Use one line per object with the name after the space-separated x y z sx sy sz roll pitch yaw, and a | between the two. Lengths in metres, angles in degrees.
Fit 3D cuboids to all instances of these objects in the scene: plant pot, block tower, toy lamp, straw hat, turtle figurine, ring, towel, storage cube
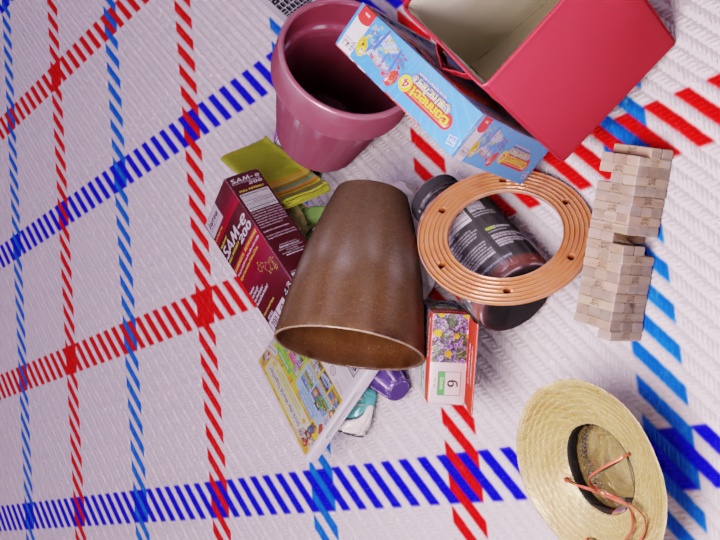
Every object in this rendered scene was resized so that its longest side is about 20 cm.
-0.036 -0.238 1.516 0.180 0.197 0.203 121 137 -57 | plant pot
0.276 -0.030 1.169 0.057 0.053 0.204 17 103 54 | block tower
0.000 0.000 1.358 0.186 0.185 0.203 -17 59 53 | plant pot
0.006 0.109 1.544 0.200 0.057 0.059 50 127 46 | toy lamp
0.261 0.202 1.155 0.200 0.084 0.205 19 116 47 | straw hat
-0.060 -0.074 1.625 0.192 0.200 0.146 23 81 30 | turtle figurine
0.162 -0.037 1.238 0.201 0.198 0.019 53 165 40 | ring
-0.126 -0.142 1.591 0.200 0.085 0.018 40 146 49 | towel
0.184 -0.256 1.154 0.200 0.179 0.172 -47 49 12 | storage cube

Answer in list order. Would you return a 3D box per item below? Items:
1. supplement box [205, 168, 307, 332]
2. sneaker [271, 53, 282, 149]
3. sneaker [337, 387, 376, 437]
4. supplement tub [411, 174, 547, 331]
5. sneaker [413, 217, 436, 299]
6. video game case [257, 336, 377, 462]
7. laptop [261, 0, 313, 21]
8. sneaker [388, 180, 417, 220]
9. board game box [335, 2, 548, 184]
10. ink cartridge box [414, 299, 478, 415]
-0.126 -0.023 1.498 0.201 0.060 0.109 55 142 19 | supplement box
-0.101 -0.263 1.678 0.115 0.072 0.202 51 133 35 | sneaker
-0.044 0.177 1.613 0.199 0.077 0.081 22 87 48 | sneaker
0.137 -0.029 1.321 0.201 0.106 0.108 55 131 40 | supplement tub
0.045 0.016 1.447 0.075 0.098 0.203 -109 34 -66 | sneaker
-0.063 0.133 1.560 0.183 0.023 0.201 -56 44 24 | video game case
-0.099 -0.386 1.661 0.186 0.199 0.117 -19 39 52 | laptop
0.012 -0.032 1.486 0.201 0.070 0.080 -52 4 22 | sneaker
0.094 -0.191 1.223 0.056 0.199 0.196 -50 64 17 | board game box
0.101 0.101 1.332 0.200 0.049 0.111 -119 33 -84 | ink cartridge box
